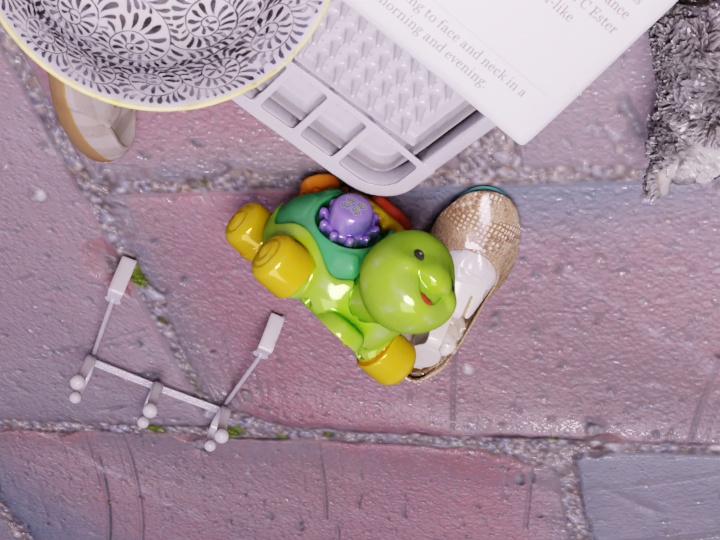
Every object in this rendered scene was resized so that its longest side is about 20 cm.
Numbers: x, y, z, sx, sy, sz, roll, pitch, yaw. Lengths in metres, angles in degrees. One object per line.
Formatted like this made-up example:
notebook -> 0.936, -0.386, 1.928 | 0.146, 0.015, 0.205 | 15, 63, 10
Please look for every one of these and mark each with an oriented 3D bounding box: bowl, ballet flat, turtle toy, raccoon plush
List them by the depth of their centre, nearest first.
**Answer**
bowl -> -0.115, -0.190, 0.686 | 0.200, 0.201, 0.094 | 30, 178, -18
raccoon plush -> 0.177, -0.133, 0.720 | 0.200, 0.097, 0.134 | 49, 143, -8
turtle toy -> 0.000, 0.000, 0.862 | 0.101, 0.200, 0.146 | -48, 118, 1
ballet flat -> 0.069, 0.022, 0.929 | 0.070, 0.065, 0.200 | 16, 140, -2

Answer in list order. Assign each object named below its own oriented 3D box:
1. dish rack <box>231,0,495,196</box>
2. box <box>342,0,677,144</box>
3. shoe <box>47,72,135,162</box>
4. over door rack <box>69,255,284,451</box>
dish rack -> 0.016, -0.142, 0.770 | 0.171, 0.044, 0.200 | 35, 137, -22
box -> 0.037, -0.198, 0.553 | 0.199, 0.200, 0.131 | 35, 117, -22
shoe -> -0.168, -0.145, 0.802 | 0.053, 0.070, 0.200 | 9, 141, 11
over door rack -> -0.170, 0.087, 1.082 | 0.147, 0.067, 0.200 | 22, 140, -9
